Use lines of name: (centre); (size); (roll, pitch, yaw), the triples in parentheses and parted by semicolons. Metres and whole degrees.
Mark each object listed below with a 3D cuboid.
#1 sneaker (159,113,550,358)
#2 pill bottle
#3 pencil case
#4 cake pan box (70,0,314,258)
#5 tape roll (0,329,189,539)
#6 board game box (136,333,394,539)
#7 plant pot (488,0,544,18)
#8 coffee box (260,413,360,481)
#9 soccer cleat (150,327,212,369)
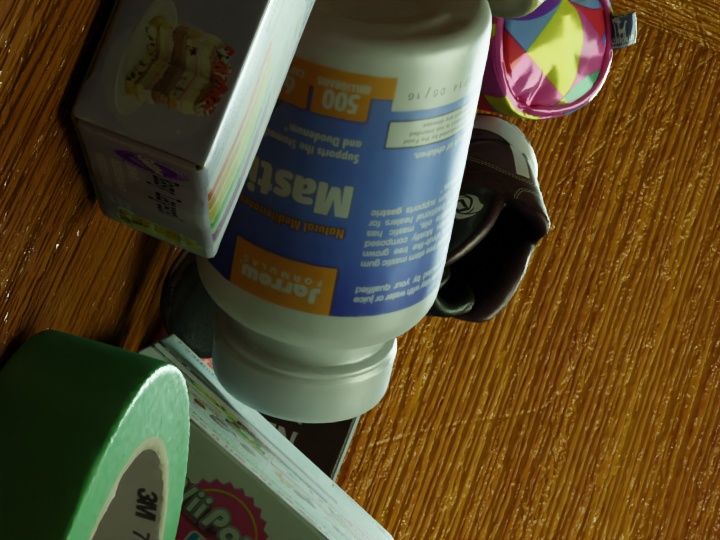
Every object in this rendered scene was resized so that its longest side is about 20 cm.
sneaker: (0.000, 0.000, 1.406); (0.200, 0.076, 0.116); (-28, -150, 3)
pill bottle: (-0.013, -0.036, 1.297); (0.112, 0.112, 0.200); (-67, 169, -59)
pencil case: (0.045, -0.125, 1.474); (0.200, 0.088, 0.089); (12, -101, 54)
cake pan box: (-0.037, -0.114, 1.001); (0.184, 0.052, 0.200); (115, -4, -80)
tape roll: (-0.112, 0.123, 1.019); (0.200, 0.048, 0.201); (16, 90, -82)
board game box: (-0.056, 0.102, 1.282); (0.064, 0.148, 0.200); (-48, 179, 1)
plant pot: (0.081, -0.225, 1.337); (0.189, 0.201, 0.201); (-53, 175, -13)
coffee box: (-0.039, 0.028, 1.626); (0.080, 0.114, 0.200); (108, 2, -66)
soccer cleat: (-0.096, 0.075, 1.465); (0.200, 0.067, 0.077); (-61, 147, -54)
